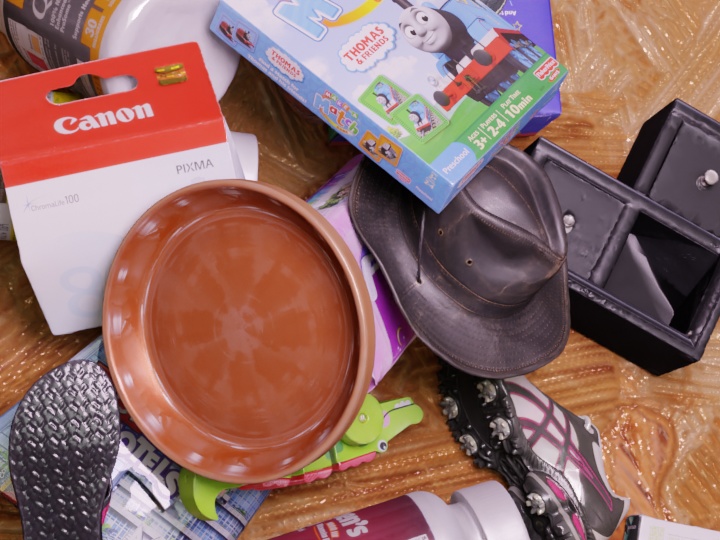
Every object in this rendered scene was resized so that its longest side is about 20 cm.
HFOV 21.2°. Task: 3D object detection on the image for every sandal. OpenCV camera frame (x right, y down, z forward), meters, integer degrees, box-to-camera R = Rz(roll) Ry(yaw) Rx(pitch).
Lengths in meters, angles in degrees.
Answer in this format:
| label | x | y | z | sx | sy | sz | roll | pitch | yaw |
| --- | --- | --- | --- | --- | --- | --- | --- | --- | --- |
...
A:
| label | x | y | z | sx | sy | sz | roll | pitch | yaw |
| --- | --- | --- | --- | --- | --- | --- | --- | --- | --- |
| sandal | -0.203 | 0.159 | 1.316 | 0.075 | 0.045 | 0.201 | 2 | 96 | -6 |

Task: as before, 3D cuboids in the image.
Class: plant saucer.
| label | x | y | z | sx | sy | sz | roll | pitch | yaw |
| --- | --- | --- | --- | --- | --- | --- | --- | --- | --- |
| plant saucer | -0.079 | 0.039 | 1.268 | 0.199 | 0.032 | 0.201 | 3 | 97 | 26 |

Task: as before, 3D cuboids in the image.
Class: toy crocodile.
| label | x | y | z | sx | sy | sz | roll | pitch | yaw |
| --- | --- | --- | --- | --- | --- | --- | --- | --- | --- |
| toy crocodile | -0.040 | 0.126 | 1.360 | 0.199 | 0.067 | 0.062 | -12 | 88 | -39 |

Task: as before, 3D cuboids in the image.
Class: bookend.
| label | x | y | z | sx | sy | sz | roll | pitch | yaw |
| --- | --- | --- | --- | --- | --- | --- | --- | --- | --- |
| bookend | 0.200 | -0.056 | 1.469 | 0.198 | 0.092 | 0.201 | 30 | 75 | -5 |

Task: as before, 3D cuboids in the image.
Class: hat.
| label | x | y | z | sx | sy | sz | roll | pitch | yaw |
| --- | --- | --- | --- | --- | --- | --- | --- | --- | --- |
| hat | 0.093 | -0.032 | 1.320 | 0.200 | 0.081 | 0.201 | 20 | 54 | -29 |

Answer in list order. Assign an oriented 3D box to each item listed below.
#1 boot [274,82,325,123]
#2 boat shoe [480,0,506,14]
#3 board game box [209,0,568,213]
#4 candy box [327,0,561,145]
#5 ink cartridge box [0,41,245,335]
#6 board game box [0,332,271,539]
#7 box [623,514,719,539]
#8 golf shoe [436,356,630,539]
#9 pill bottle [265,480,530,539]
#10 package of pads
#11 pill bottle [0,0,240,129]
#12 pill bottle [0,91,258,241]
| label | x | y | z | sx | sy | sz | roll | pitch | yaw |
| --- | --- | --- | --- | --- | --- | --- | --- | --- | --- |
| boot | -0.070 | -0.210 | 1.362 | 0.076 | 0.155 | 0.201 | -16 | 75 | 19 |
| boat shoe | 0.072 | -0.280 | 1.418 | 0.072 | 0.062 | 0.201 | -7 | 80 | -13 |
| board game box | 0.021 | -0.149 | 1.302 | 0.200 | 0.037 | 0.151 | 38 | 53 | 9 |
| candy box | 0.056 | -0.202 | 1.471 | 0.168 | 0.077 | 0.201 | -2 | 79 | -11 |
| ink cartridge box | -0.159 | -0.051 | 1.295 | 0.159 | 0.200 | 0.047 | -11 | 45 | 4 |
| board game box | -0.152 | 0.115 | 1.382 | 0.200 | 0.062 | 0.200 | 37 | 76 | -3 |
| box | 0.258 | 0.296 | 1.450 | 0.144 | 0.036 | 0.201 | 13 | 77 | -9 |
| golf shoe | 0.126 | 0.122 | 1.443 | 0.088 | 0.077 | 0.201 | -26 | 89 | -35 |
| pill bottle | 0.018 | 0.222 | 1.374 | 0.199 | 0.110 | 0.110 | -17 | 84 | -14 |
| package of pads | 0.000 | 0.000 | 1.362 | 0.121 | 0.075 | 0.200 | 67 | 30 | -15 |
| pill bottle | -0.183 | -0.182 | 1.352 | 0.116 | 0.117 | 0.200 | -46 | 47 | -15 |
| pill bottle | -0.177 | -0.070 | 1.384 | 0.199 | 0.109 | 0.110 | 5 | 79 | -11 |
